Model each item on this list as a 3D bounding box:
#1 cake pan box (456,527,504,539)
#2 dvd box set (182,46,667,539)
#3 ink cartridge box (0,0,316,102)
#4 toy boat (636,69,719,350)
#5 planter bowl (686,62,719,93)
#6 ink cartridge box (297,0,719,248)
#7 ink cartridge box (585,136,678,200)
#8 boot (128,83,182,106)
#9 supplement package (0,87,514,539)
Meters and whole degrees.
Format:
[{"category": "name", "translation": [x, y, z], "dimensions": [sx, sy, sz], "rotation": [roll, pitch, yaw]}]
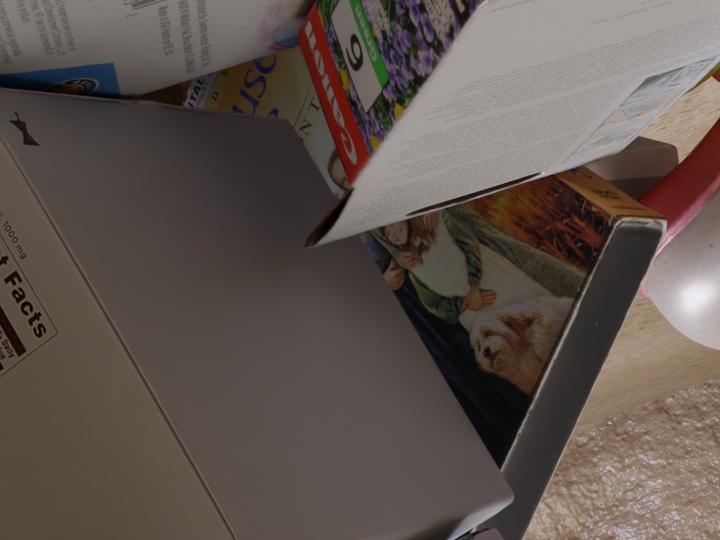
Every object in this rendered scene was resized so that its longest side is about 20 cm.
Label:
[{"category": "cake pan box", "translation": [-0.061, 0.152, 0.629], "dimensions": [0.184, 0.052, 0.200], "rotation": [-42, 164, 29]}, {"category": "dvd box set", "translation": [0.000, 0.000, 0.782], "dimensions": [0.029, 0.200, 0.147], "rotation": [6, 115, -45]}, {"category": "ink cartridge box", "translation": [-0.025, -0.115, 0.602], "dimensions": [0.199, 0.085, 0.145], "rotation": [-17, 170, -6]}, {"category": "toy boat", "translation": [0.175, -0.066, 0.900], "dimensions": [0.130, 0.131, 0.200], "rotation": [12, 124, -43]}, {"category": "planter bowl", "translation": [0.080, -0.100, 0.855], "dimensions": [0.199, 0.084, 0.200], "rotation": [-19, 169, -4]}, {"category": "ink cartridge box", "translation": [0.045, -0.067, 0.607], "dimensions": [0.108, 0.051, 0.200], "rotation": [-17, 170, -17]}, {"category": "ink cartridge box", "translation": [0.006, -0.049, 0.957], "dimensions": [0.199, 0.050, 0.160], "rotation": [21, -162, 39]}, {"category": "boot", "translation": [-0.146, -0.038, 0.749], "dimensions": [0.146, 0.071, 0.200], "rotation": [-23, -177, 13]}, {"category": "supplement package", "translation": [-0.097, 0.067, 0.674], "dimensions": [0.200, 0.148, 0.191], "rotation": [-37, 167, 20]}]
